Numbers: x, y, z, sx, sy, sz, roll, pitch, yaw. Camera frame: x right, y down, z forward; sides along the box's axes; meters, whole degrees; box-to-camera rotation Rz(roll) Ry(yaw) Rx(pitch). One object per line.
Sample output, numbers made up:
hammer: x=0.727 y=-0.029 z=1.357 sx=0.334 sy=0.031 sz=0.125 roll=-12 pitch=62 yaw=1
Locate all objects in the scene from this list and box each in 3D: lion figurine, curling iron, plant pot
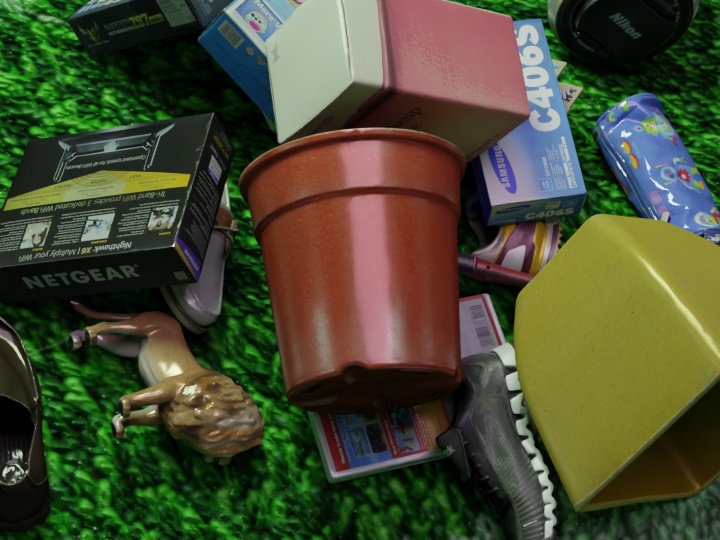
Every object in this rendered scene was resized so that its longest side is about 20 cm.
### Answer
lion figurine: x=-0.169 y=0.084 z=1.280 sx=0.122 sy=0.073 sz=0.201 roll=-12 pitch=54 yaw=-28
curling iron: x=0.110 y=0.004 z=1.379 sx=0.199 sy=0.026 sz=0.050 roll=21 pitch=37 yaw=-1
plant pot: x=0.003 y=0.010 z=1.260 sx=0.199 sy=0.201 sz=0.197 roll=-2 pitch=71 yaw=-13
plant pot: x=0.247 y=0.063 z=1.269 sx=0.195 sy=0.194 sz=0.201 roll=4 pitch=46 yaw=-45

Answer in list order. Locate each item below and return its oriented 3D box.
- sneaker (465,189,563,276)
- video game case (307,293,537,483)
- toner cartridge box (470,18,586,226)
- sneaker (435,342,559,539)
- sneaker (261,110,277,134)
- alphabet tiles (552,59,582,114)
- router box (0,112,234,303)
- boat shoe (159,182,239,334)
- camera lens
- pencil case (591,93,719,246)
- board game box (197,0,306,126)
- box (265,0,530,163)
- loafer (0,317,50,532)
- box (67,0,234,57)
sneaker: x=0.151 y=-0.080 z=1.457 sx=0.089 sy=0.075 sz=0.201 roll=14 pitch=53 yaw=-9
video game case: x=0.046 y=0.102 z=1.332 sx=0.199 sy=0.017 sz=0.144 roll=-10 pitch=66 yaw=-19
toner cartridge box: x=0.148 y=-0.145 z=1.428 sx=0.094 sy=0.043 sz=0.201 roll=-8 pitch=65 yaw=-6
sneaker: x=0.111 y=0.162 z=1.275 sx=0.090 sy=0.067 sz=0.201 roll=-5 pitch=68 yaw=-15
sneaker: x=-0.048 y=-0.146 z=1.469 sx=0.073 sy=0.071 sz=0.201 roll=-29 pitch=86 yaw=-42
alphabet tiles: x=0.117 y=-0.176 z=1.515 sx=0.199 sy=0.006 sz=0.167 roll=17 pitch=51 yaw=27
router box: x=-0.223 y=-0.055 z=1.319 sx=0.199 sy=0.052 sz=0.158 roll=-6 pitch=49 yaw=21
boat shoe: x=-0.150 y=-0.040 z=1.355 sx=0.068 sy=0.075 sz=0.201 roll=-27 pitch=56 yaw=19
camera lens: x=0.277 y=-0.338 z=1.611 sx=0.159 sy=0.160 sz=0.201 roll=5 pitch=55 yaw=-8
pencil case: x=0.301 y=-0.085 z=1.489 sx=0.086 sy=0.078 sz=0.201 roll=5 pitch=50 yaw=-36
board game box: x=-0.025 y=-0.209 z=1.432 sx=0.200 sy=0.056 sz=0.196 roll=47 pitch=48 yaw=-7
box: x=0.033 y=-0.172 z=1.333 sx=0.199 sy=0.128 sz=0.110 roll=6 pitch=65 yaw=-34
loafer: x=-0.294 y=0.113 z=1.230 sx=0.072 sy=0.072 sz=0.201 roll=-12 pitch=59 yaw=-19
box: x=-0.177 y=-0.286 z=1.472 sx=0.158 sy=0.199 sz=0.051 roll=-47 pitch=119 yaw=-33
